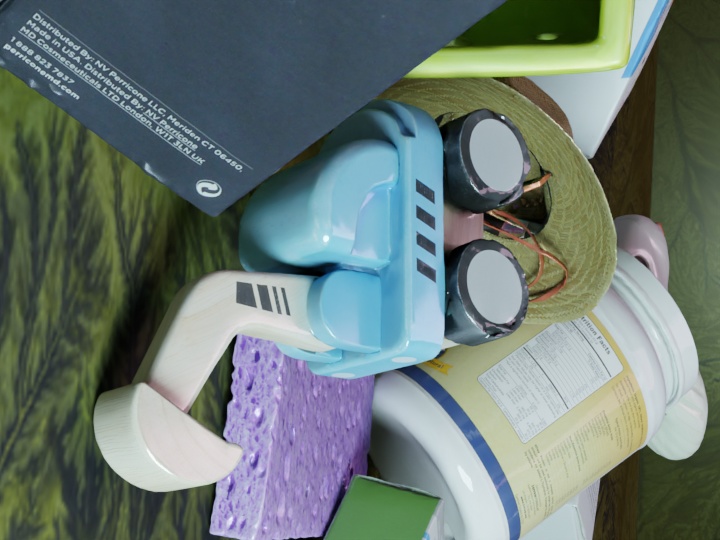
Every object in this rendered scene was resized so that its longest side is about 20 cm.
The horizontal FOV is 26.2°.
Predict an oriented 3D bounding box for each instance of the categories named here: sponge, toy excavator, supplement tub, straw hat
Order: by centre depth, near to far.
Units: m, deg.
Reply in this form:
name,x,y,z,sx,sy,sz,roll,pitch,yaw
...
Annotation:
name,x,y,z,sx,sy,sz,roll,pitch,yaw
toy excavator,-0.026,0.008,0.713,0.198,0.099,0.197,12,72,-35
sponge,-0.032,0.094,0.879,0.200,0.029,0.113,31,65,-73
straw hat,0.085,-0.069,0.939,0.085,0.199,0.202,-52,146,-34
supplement tub,0.111,0.084,1.027,0.199,0.144,0.145,-33,137,-20

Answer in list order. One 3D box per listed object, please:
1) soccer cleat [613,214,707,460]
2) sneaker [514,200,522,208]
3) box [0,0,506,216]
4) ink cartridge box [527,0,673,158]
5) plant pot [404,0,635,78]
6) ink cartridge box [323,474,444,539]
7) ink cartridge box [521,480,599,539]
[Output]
name,x,y,z,sx,sy,sz,roll,pitch,yaw
soccer cleat,0.209,0.058,1.142,0.078,0.069,0.202,-47,126,-56
sneaker,0.076,-0.026,1.144,0.111,0.076,0.203,35,53,-60
box,-0.013,-0.159,0.544,0.123,0.198,0.201,35,48,-22
ink cartridge box,0.163,-0.205,1.221,0.148,0.143,0.200,-67,172,24
plant pot,0.050,-0.207,0.824,0.181,0.197,0.202,-40,131,-76
ink cartridge box,-0.011,0.227,0.872,0.105,0.059,0.201,86,24,-43
ink cartridge box,0.110,0.105,1.165,0.084,0.143,0.202,71,27,-51
